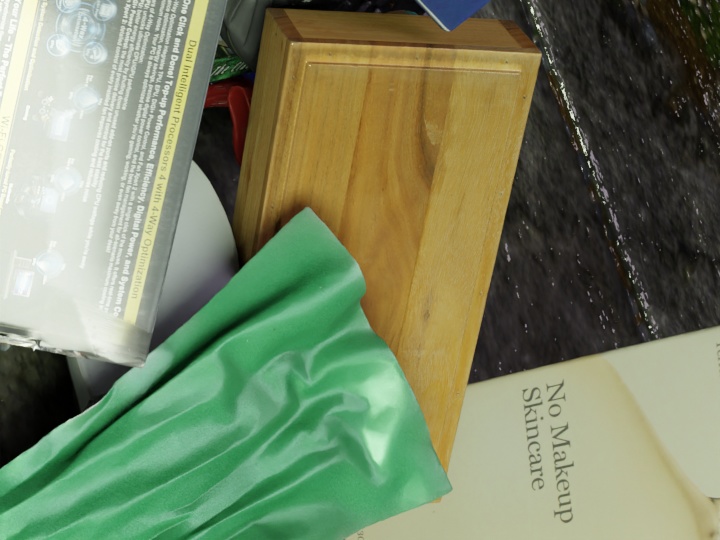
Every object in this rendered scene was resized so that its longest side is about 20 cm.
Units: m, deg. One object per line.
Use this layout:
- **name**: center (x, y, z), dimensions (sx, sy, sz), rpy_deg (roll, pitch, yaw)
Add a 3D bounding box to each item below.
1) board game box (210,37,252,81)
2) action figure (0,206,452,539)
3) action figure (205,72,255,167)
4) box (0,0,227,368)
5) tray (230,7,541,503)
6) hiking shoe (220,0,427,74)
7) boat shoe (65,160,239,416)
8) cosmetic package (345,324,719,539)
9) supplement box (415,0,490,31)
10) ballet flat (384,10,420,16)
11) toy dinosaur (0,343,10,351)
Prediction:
- **board game box**: center (-0.083, -0.123, 0.918), dimensions (0.105, 0.023, 0.200), rpy_deg (50, 29, 10)
- **action figure**: center (-0.071, 0.076, 0.771), dimensions (0.200, 0.055, 0.118), rpy_deg (-32, 97, -29)
- **action figure**: center (-0.002, -0.051, 1.002), dimensions (0.200, 0.065, 0.099), rpy_deg (-19, 112, -49)
- **box**: center (-0.123, -0.082, 0.675), dimensions (0.161, 0.049, 0.200), rpy_deg (11, 98, -15)
- **tray**: center (0.000, 0.000, 0.861), dimensions (0.037, 0.099, 0.200), rpy_deg (-123, -142, -56)
- **hiking shoe**: center (-0.028, -0.133, 0.922), dimensions (0.101, 0.076, 0.200), rpy_deg (39, 21, 11)
- **boat shoe**: center (-0.081, 0.052, 0.839), dimensions (0.069, 0.057, 0.200), rpy_deg (-1, 75, -20)
- **cosmetic package**: center (0.093, 0.096, 0.963), dimensions (0.073, 0.200, 0.104), rpy_deg (19, 59, -54)
- **supplement box**: center (0.017, -0.202, 0.846), dimensions (0.110, 0.109, 0.200), rpy_deg (43, 14, -35)
- **ballet flat**: center (-0.005, -0.015, 0.917), dimensions (0.069, 0.200, 0.063), rpy_deg (14, 27, -24)
- **toy dinosaur**: center (-0.168, -0.042, 0.717), dimensions (0.181, 0.105, 0.200), rpy_deg (30, 60, -27)
